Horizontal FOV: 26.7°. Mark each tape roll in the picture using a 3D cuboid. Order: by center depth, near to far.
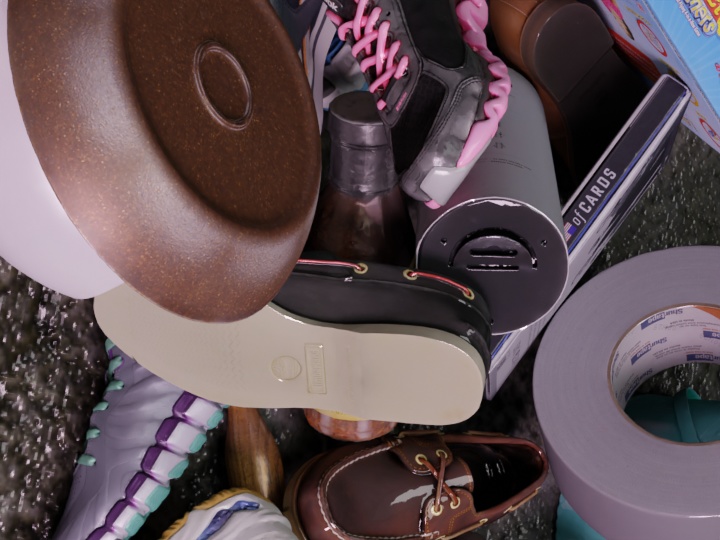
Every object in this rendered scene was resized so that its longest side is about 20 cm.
[{"bbox_3d":[0.210,0.082,0.952,0.201,0.199,0.066,-51,147,-23],"label":"tape roll"}]

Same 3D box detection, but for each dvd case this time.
[{"bbox_3d":[0.129,-0.014,0.926,0.200,0.025,0.150,-52,169,-6],"label":"dvd case"}]

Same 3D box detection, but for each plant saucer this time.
[{"bbox_3d":[-0.073,-0.078,0.681,0.200,0.036,0.202,34,47,-46],"label":"plant saucer"}]

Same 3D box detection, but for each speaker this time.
[{"bbox_3d":[0.071,-0.046,0.852,0.081,0.200,0.082,1,118,2],"label":"speaker"}]

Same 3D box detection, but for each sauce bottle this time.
[{"bbox_3d":[0.000,0.000,0.843,0.066,0.066,0.201,-24,133,-35],"label":"sauce bottle"}]

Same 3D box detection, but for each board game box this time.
[{"bbox_3d":[0.172,-0.173,0.918,0.056,0.200,0.196,-39,123,4],"label":"board game box"}]

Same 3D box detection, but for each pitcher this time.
[{"bbox_3d":[-0.143,-0.104,0.731,0.201,0.121,0.172,59,44,-15],"label":"pitcher"}]

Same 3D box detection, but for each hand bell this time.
[{"bbox_3d":[-0.049,0.173,0.865,0.104,0.104,0.202,-13,91,-38],"label":"hand bell"}]

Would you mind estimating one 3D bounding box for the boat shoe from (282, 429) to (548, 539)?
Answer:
[{"bbox_3d":[0.038,0.126,0.899,0.199,0.070,0.071,-5,76,-53],"label":"boat shoe"}]

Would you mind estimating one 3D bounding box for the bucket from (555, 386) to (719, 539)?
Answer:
[{"bbox_3d":[0.243,0.182,1.060,0.206,0.134,0.209,-6,100,-39],"label":"bucket"}]

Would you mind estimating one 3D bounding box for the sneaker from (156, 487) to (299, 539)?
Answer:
[{"bbox_3d":[-0.107,0.200,0.777,0.200,0.088,0.075,-39,151,-12],"label":"sneaker"}]

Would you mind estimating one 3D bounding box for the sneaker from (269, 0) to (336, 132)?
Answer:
[{"bbox_3d":[-0.060,-0.118,0.813,0.079,0.078,0.201,32,64,-42],"label":"sneaker"}]

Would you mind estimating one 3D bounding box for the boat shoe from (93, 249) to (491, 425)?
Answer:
[{"bbox_3d":[-0.033,0.027,0.764,0.063,0.200,0.074,-73,170,-54],"label":"boat shoe"}]

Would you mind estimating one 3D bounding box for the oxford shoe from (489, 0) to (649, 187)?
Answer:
[{"bbox_3d":[0.138,-0.117,0.987,0.071,0.071,0.200,-42,138,-7],"label":"oxford shoe"}]

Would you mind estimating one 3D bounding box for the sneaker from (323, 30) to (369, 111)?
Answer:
[{"bbox_3d":[0.028,-0.171,0.893,0.087,0.075,0.201,35,78,-47],"label":"sneaker"}]

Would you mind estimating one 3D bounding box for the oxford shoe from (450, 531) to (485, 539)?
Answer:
[{"bbox_3d":[0.059,0.199,0.903,0.072,0.072,0.200,70,20,-4],"label":"oxford shoe"}]

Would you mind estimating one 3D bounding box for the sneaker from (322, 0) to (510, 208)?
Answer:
[{"bbox_3d":[0.018,-0.114,0.759,0.095,0.079,0.201,21,40,-21],"label":"sneaker"}]

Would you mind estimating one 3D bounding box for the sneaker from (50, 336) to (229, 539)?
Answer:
[{"bbox_3d":[-0.121,0.071,0.806,0.087,0.074,0.200,38,75,-2],"label":"sneaker"}]
